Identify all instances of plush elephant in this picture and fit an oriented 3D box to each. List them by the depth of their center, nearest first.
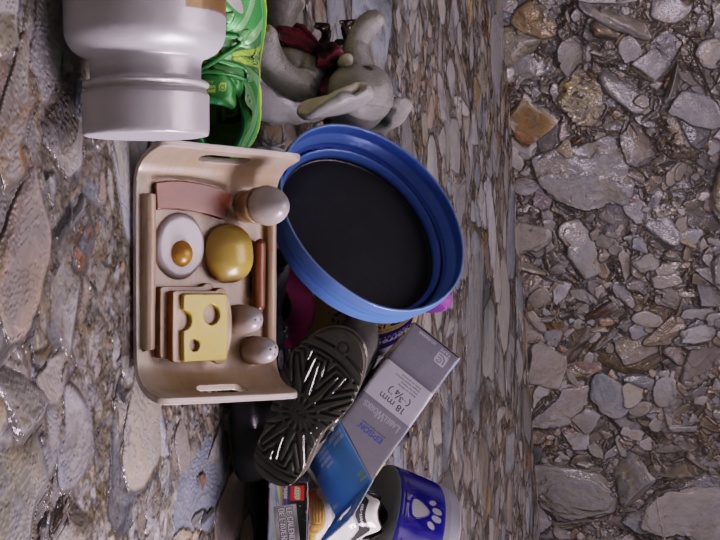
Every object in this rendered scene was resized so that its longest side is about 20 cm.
[{"bbox_3d":[-0.033,-0.194,1.305,0.165,0.152,0.204,-2,90,-76],"label":"plush elephant"}]

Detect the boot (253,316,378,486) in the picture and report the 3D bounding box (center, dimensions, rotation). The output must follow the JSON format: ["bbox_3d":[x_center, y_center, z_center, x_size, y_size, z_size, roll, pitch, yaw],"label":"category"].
[{"bbox_3d":[-0.018,0.088,1.215,0.183,0.072,0.200,-56,172,31],"label":"boot"}]

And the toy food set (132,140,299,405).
[{"bbox_3d":[-0.106,0.003,1.059,0.142,0.060,0.204,1,88,-43],"label":"toy food set"}]

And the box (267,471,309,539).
[{"bbox_3d":[-0.069,0.264,1.277,0.200,0.039,0.139,125,-35,-86],"label":"box"}]

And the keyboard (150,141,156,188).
[{"bbox_3d":[-0.156,-0.145,1.111,0.056,0.010,0.203,68,25,-68],"label":"keyboard"}]

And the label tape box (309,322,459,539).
[{"bbox_3d":[0.004,0.164,1.322,0.201,0.063,0.144,-52,178,-28],"label":"label tape box"}]

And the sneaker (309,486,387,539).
[{"bbox_3d":[-0.014,0.275,1.460,0.200,0.086,0.077,102,-13,-82],"label":"sneaker"}]

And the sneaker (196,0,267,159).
[{"bbox_3d":[-0.114,-0.175,1.105,0.084,0.073,0.202,-82,170,-55],"label":"sneaker"}]

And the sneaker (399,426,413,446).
[{"bbox_3d":[0.044,0.170,1.622,0.200,0.074,0.108,-151,-139,-80],"label":"sneaker"}]

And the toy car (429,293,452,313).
[{"bbox_3d":[0.039,0.016,1.607,0.175,0.147,0.203,55,37,-67],"label":"toy car"}]

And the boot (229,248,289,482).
[{"bbox_3d":[-0.109,0.103,1.203,0.165,0.065,0.203,-43,142,-55],"label":"boot"}]

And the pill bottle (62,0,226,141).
[{"bbox_3d":[-0.149,-0.194,0.918,0.114,0.112,0.204,-7,96,-76],"label":"pill bottle"}]

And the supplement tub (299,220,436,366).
[{"bbox_3d":[0.000,0.000,1.382,0.201,0.143,0.147,103,-2,-52],"label":"supplement tub"}]

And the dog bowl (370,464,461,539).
[{"bbox_3d":[0.031,0.327,1.502,0.201,0.078,0.201,-57,-164,27],"label":"dog bowl"}]

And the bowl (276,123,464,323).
[{"bbox_3d":[0.004,-0.041,1.227,0.039,0.199,0.202,-45,-156,44],"label":"bowl"}]

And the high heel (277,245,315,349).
[{"bbox_3d":[-0.098,0.010,1.294,0.096,0.067,0.202,-32,134,-34],"label":"high heel"}]

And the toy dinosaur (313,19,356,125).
[{"bbox_3d":[-0.034,-0.227,1.519,0.201,0.076,0.104,-75,172,-61],"label":"toy dinosaur"}]
